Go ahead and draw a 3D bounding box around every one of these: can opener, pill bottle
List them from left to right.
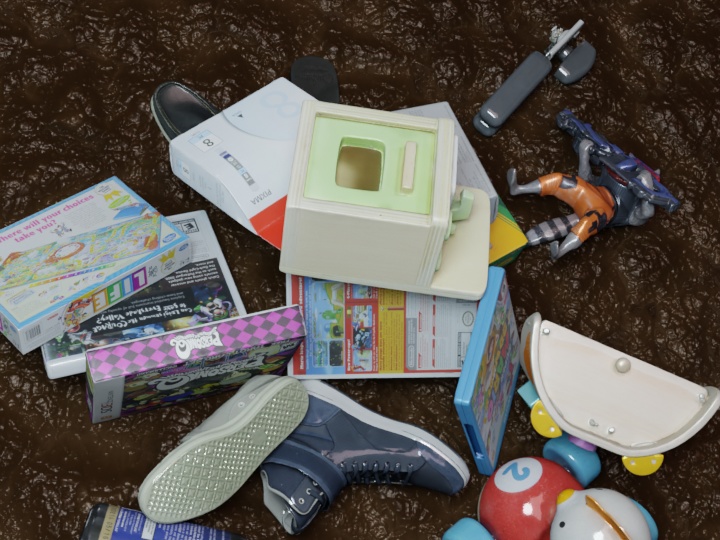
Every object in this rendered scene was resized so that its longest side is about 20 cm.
[{"bbox_3d":[-0.164,0.289,1.076,0.198,0.112,0.113,14,66,-6],"label":"pill bottle"},{"bbox_3d":[0.214,-0.230,1.399,0.066,0.053,0.200,45,67,6],"label":"can opener"}]

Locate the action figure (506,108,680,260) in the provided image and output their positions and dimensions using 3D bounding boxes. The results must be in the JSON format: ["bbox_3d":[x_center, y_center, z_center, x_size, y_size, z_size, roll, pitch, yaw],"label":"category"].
[{"bbox_3d":[0.260,-0.094,1.355,0.192,0.105,0.201,-12,45,-24],"label":"action figure"}]

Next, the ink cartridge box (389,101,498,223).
[{"bbox_3d":[0.028,-0.101,1.248,0.198,0.057,0.163,-14,49,-9],"label":"ink cartridge box"}]

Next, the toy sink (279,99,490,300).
[{"bbox_3d":[0.032,-0.067,1.085,0.198,0.112,0.131,9,55,-2],"label":"toy sink"}]

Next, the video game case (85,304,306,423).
[{"bbox_3d":[-0.162,0.092,1.117,0.198,0.181,0.036,-12,75,-17],"label":"video game case"}]

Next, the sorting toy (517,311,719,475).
[{"bbox_3d":[0.235,0.128,1.198,0.198,0.180,0.108,23,88,-2],"label":"sorting toy"}]

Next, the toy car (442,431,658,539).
[{"bbox_3d":[0.209,0.248,1.129,0.184,0.200,0.177,-35,80,-23],"label":"toy car"}]

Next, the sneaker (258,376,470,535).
[{"bbox_3d":[-0.003,0.210,1.155,0.201,0.077,0.147,23,54,8],"label":"sneaker"}]

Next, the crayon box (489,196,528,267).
[{"bbox_3d":[0.070,-0.027,1.283,0.199,0.058,0.119,-28,77,-21],"label":"crayon box"}]

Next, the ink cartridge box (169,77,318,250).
[{"bbox_3d":[-0.070,-0.104,1.178,0.199,0.048,0.160,34,52,29],"label":"ink cartridge box"}]

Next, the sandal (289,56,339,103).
[{"bbox_3d":[-0.045,-0.159,1.316,0.074,0.045,0.202,-4,70,-16],"label":"sandal"}]

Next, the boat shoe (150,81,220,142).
[{"bbox_3d":[-0.152,-0.139,1.274,0.072,0.068,0.200,-38,79,-23],"label":"boat shoe"}]

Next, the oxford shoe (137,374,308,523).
[{"bbox_3d":[-0.133,0.166,1.105,0.200,0.057,0.076,-39,125,-33],"label":"oxford shoe"}]

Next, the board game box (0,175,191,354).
[{"bbox_3d":[-0.287,-0.011,1.161,0.199,0.034,0.134,-31,53,-32],"label":"board game box"}]

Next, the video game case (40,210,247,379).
[{"bbox_3d":[-0.229,0.019,1.176,0.198,0.024,0.183,-11,44,-17],"label":"video game case"}]

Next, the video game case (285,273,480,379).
[{"bbox_3d":[0.025,0.037,1.164,0.197,0.017,0.145,-1,106,-2],"label":"video game case"}]

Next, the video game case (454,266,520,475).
[{"bbox_3d":[0.132,0.106,1.174,0.018,0.200,0.144,9,64,18],"label":"video game case"}]
